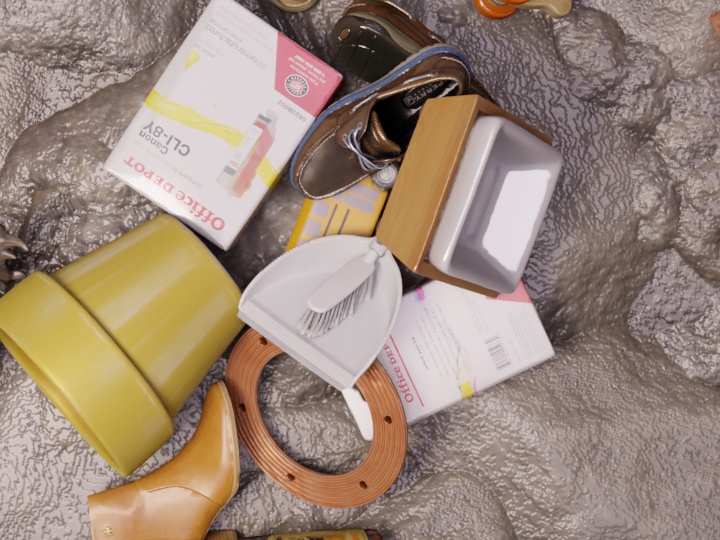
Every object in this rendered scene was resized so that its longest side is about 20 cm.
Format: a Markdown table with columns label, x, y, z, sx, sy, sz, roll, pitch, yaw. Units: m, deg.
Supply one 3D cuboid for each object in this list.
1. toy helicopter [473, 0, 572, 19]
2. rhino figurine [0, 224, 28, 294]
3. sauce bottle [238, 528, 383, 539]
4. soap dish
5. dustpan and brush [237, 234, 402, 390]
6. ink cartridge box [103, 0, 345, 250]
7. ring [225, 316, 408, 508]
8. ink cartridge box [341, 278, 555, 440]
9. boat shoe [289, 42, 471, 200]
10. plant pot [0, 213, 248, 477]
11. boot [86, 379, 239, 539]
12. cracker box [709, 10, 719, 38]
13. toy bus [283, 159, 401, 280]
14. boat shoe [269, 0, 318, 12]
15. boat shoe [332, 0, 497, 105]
| label | x | y | z | sx | sy | sz | roll | pitch | yaw |
| --- | --- | --- | --- | --- | --- | --- | --- | --- | --- |
| toy helicopter | 0.205 | -0.304 | 1.626 | 0.199 | 0.079 | 0.133 | 5 | 84 | -11 |
| rhino figurine | -0.383 | 0.003 | 1.601 | 0.199 | 0.060 | 0.088 | -17 | 97 | 29 |
| sauce bottle | -0.076 | 0.283 | 1.625 | 0.199 | 0.066 | 0.066 | -3 | 93 | -17 |
| soap dish | 0.098 | -0.065 | 1.512 | 0.081 | 0.200 | 0.158 | 21 | 92 | 26 |
| dustpan and brush | 0.000 | 0.000 | 1.561 | 0.139 | 0.057 | 0.200 | 34 | 55 | 21 |
| ink cartridge box | -0.128 | -0.138 | 1.614 | 0.145 | 0.083 | 0.200 | 34 | 92 | -2 |
| ring | -0.041 | 0.132 | 1.615 | 0.200 | 0.019 | 0.201 | 14 | 118 | 28 |
| ink cartridge box | 0.071 | 0.069 | 1.636 | 0.199 | 0.067 | 0.117 | -25 | 93 | -1 |
| boat shoe | 0.013 | -0.128 | 1.539 | 0.200 | 0.072 | 0.072 | -41 | 107 | 17 |
| plant pot | -0.211 | 0.056 | 1.579 | 0.189 | 0.201 | 0.201 | -40 | 93 | -14 |
| boot | -0.189 | 0.207 | 1.633 | 0.143 | 0.071 | 0.202 | -2 | 101 | -11 |
| cracker box | 0.453 | -0.234 | 1.628 | 0.199 | 0.058 | 0.134 | -30 | 92 | 2 |
| toy bus | -0.023 | -0.038 | 1.631 | 0.078 | 0.065 | 0.201 | 21 | 93 | 0 |
| boat shoe | -0.097 | -0.338 | 1.609 | 0.075 | 0.074 | 0.200 | -34 | 93 | 1 |
| boat shoe | 0.065 | -0.190 | 1.609 | 0.200 | 0.074 | 0.076 | 38 | 135 | -21 |
